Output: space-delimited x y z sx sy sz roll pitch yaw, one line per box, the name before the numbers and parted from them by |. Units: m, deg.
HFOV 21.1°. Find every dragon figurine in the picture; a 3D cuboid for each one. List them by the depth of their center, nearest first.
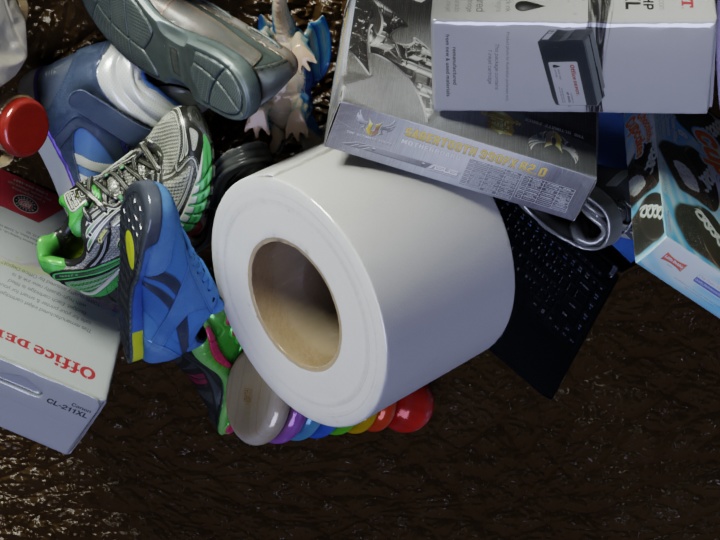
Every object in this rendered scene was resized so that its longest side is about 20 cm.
dragon figurine | -0.055 -0.164 1.494 0.058 0.100 0.202 3 114 6

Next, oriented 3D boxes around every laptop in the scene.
laptop | 0.172 -0.021 1.571 0.177 0.201 0.103 40 162 -27

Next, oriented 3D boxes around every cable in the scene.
cable | -0.118 -0.062 1.554 0.096 0.051 0.200 -9 159 -9

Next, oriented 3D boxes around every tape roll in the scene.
tape roll | 0.000 0.000 1.469 0.202 0.139 0.204 31 135 38

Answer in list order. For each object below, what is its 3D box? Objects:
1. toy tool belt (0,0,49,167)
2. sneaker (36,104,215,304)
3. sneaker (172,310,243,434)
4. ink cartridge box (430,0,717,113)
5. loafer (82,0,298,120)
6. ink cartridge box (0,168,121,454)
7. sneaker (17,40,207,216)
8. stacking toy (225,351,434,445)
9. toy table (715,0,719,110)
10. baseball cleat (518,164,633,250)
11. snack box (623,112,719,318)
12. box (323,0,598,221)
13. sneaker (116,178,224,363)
toy tool belt | -0.319 -0.183 1.485 0.122 0.125 0.201 16 138 41
sneaker | -0.180 -0.051 1.500 0.085 0.078 0.200 15 127 -37
sneaker | -0.130 0.074 1.732 0.084 0.077 0.201 36 155 29
ink cartridge box | 0.153 -0.188 1.387 0.198 0.145 0.085 1 133 5
loafer | -0.129 -0.177 1.446 0.199 0.063 0.072 37 143 31
ink cartridge box | -0.273 0.033 1.609 0.145 0.201 0.083 25 131 -16
sneaker | -0.172 -0.096 1.558 0.145 0.081 0.201 -12 125 23
stacking toy | -0.018 0.116 1.709 0.199 0.086 0.085 8 140 -37
toy table | 0.329 -0.156 1.393 0.116 0.185 0.200 5 150 25
baseball cleat | 0.202 -0.042 1.505 0.198 0.107 0.070 10 121 -16
snack box | 0.255 -0.053 1.464 0.116 0.201 0.037 31 126 -22
box | 0.078 -0.132 1.441 0.198 0.159 0.049 16 133 -8
sneaker | -0.142 -0.002 1.472 0.078 0.066 0.201 -7 144 -13
